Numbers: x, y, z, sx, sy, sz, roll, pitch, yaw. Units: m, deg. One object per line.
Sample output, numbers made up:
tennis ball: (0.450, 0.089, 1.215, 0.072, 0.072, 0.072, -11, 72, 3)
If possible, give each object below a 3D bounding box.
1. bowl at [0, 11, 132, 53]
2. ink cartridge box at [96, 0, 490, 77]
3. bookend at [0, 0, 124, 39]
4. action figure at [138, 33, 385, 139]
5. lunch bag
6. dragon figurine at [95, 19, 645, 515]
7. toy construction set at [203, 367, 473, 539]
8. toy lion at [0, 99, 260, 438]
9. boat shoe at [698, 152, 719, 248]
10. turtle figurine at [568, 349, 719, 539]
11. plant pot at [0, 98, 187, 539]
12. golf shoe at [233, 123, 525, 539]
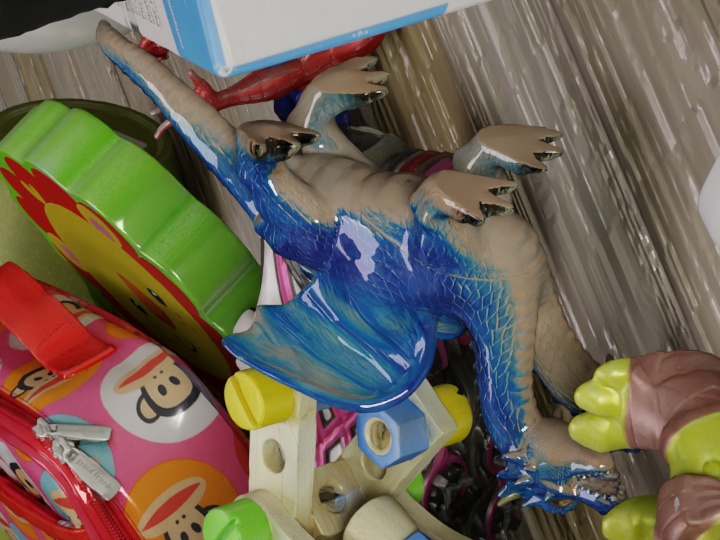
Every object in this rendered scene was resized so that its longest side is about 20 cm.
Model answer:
bowl: (-0.087, -0.148, 0.881, 0.090, 0.201, 0.201, 34, 145, 36)
ink cartridge box: (-0.020, -0.113, 0.757, 0.200, 0.116, 0.068, -147, 41, -68)
bookend: (-0.027, -0.139, 0.577, 0.200, 0.199, 0.092, -136, 28, -64)
action figure: (-0.041, -0.057, 0.968, 0.200, 0.099, 0.065, 99, 149, -57)
lunch bag: (-0.089, 0.075, 0.992, 0.176, 0.082, 0.200, 59, 164, -20)
dragon figurine: (0.000, 0.000, 0.752, 0.200, 0.059, 0.099, 19, 126, 18)
toy construction set: (-0.005, 0.125, 0.817, 0.131, 0.092, 0.200, 47, 146, 27)
toy lion: (-0.059, 0.018, 1.006, 0.192, 0.069, 0.200, 42, 167, 0)
boat shoe: (0.106, -0.022, 0.482, 0.066, 0.072, 0.200, 63, 165, 17)
turtle figurine: (0.098, 0.090, 0.651, 0.200, 0.064, 0.161, 55, -171, -41)
plant pot: (-0.145, 0.023, 1.361, 0.187, 0.187, 0.200, -128, 39, -54)
golf shoe: (0.004, 0.041, 0.896, 0.092, 0.073, 0.200, 18, 125, 33)
